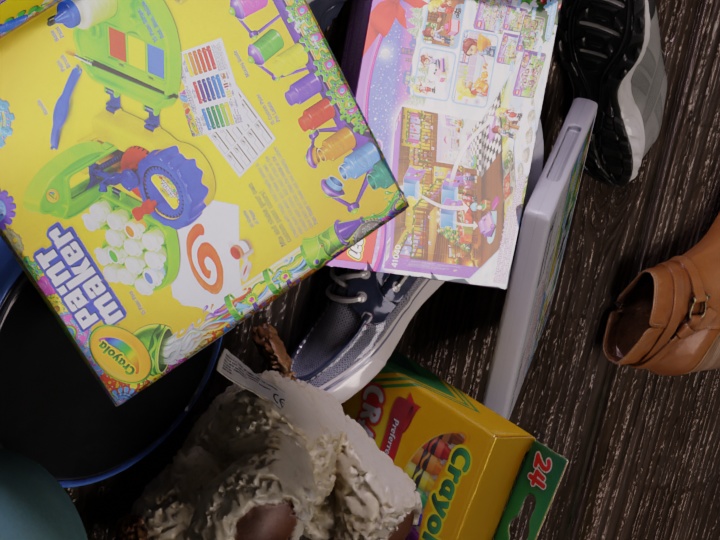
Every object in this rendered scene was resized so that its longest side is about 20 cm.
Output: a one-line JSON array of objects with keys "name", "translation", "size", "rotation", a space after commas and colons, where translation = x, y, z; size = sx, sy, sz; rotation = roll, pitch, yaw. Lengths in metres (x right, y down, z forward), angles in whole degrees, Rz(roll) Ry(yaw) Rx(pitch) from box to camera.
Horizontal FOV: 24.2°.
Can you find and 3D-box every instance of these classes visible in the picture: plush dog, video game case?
[{"name": "plush dog", "translation": [-0.085, 0.147, 1.106], "size": [0.172, 0.161, 0.199], "rotation": [-42, 153, 24]}, {"name": "video game case", "translation": [0.131, -0.001, 1.243], "size": [0.183, 0.022, 0.202], "rotation": [-60, 162, -55]}]

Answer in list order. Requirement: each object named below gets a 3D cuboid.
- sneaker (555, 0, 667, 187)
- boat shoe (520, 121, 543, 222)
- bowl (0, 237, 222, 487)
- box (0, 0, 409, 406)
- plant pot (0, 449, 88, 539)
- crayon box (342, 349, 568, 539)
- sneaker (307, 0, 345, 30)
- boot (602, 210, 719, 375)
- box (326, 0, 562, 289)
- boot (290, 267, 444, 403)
[{"name": "sneaker", "translation": [0.197, -0.163, 1.277], "size": [0.079, 0.073, 0.202], "rotation": [-44, 145, -33]}, {"name": "boat shoe", "translation": [0.086, -0.125, 1.185], "size": [0.061, 0.072, 0.202], "rotation": [-14, 114, -23]}, {"name": "bowl", "translation": [-0.164, 0.041, 1.025], "size": [0.199, 0.039, 0.203], "rotation": [-25, 128, -36]}, {"name": "box", "translation": [-0.112, -0.077, 0.880], "size": [0.192, 0.122, 0.201], "rotation": [-34, 121, -9]}, {"name": "plant pot", "translation": [-0.251, 0.177, 0.902], "size": [0.187, 0.199, 0.202], "rotation": [-8, 118, -55]}, {"name": "crayon box", "translation": [0.040, 0.142, 1.176], "size": [0.051, 0.199, 0.128], "rotation": [7, 107, -48]}, {"name": "sneaker", "translation": [-0.061, -0.123, 1.013], "size": [0.199, 0.070, 0.109], "rotation": [-35, 129, -19]}, {"name": "boot", "translation": [0.295, 0.001, 1.470], "size": [0.154, 0.073, 0.202], "rotation": [5, 106, -44]}, {"name": "box", "translation": [0.049, -0.096, 1.110], "size": [0.135, 0.039, 0.202], "rotation": [7, 98, -23]}, {"name": "boot", "translation": [0.000, 0.000, 1.165], "size": [0.200, 0.072, 0.091], "rotation": [-50, 127, -19]}]
